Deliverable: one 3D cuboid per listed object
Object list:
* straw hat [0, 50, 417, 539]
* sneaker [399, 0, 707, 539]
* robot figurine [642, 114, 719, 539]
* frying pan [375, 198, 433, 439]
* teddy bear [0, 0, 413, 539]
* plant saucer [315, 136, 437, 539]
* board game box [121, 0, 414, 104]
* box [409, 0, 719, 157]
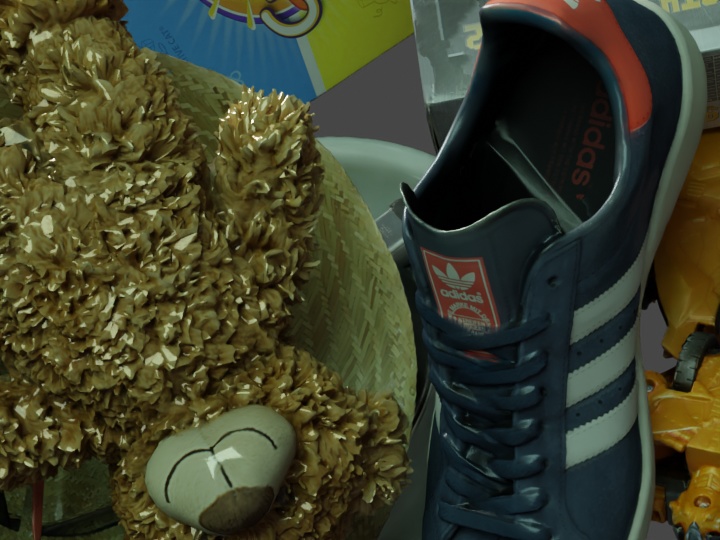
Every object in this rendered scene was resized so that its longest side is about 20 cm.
[{"bbox_3d":[-0.090,0.036,0.707,0.200,0.085,0.202,3,81,-21],"label":"straw hat"},{"bbox_3d":[0.040,0.017,0.650,0.075,0.084,0.201,6,88,33],"label":"sneaker"},{"bbox_3d":[0.134,0.005,0.726,0.144,0.058,0.200,11,57,23],"label":"robot figurine"},{"bbox_3d":[0.003,0.015,0.752,0.189,0.031,0.115,-24,57,12],"label":"frying pan"},{"bbox_3d":[-0.067,0.002,0.638,0.144,0.067,0.201,-15,88,-20],"label":"teddy bear"},{"bbox_3d":[-0.020,0.053,0.784,0.199,0.050,0.201,-9,60,16],"label":"plant saucer"},{"bbox_3d":[-0.037,-0.139,0.835,0.200,0.153,0.040,-34,25,2],"label":"board game box"},{"bbox_3d":[0.110,-0.125,0.746,0.199,0.048,0.159,-11,63,7],"label":"box"}]
